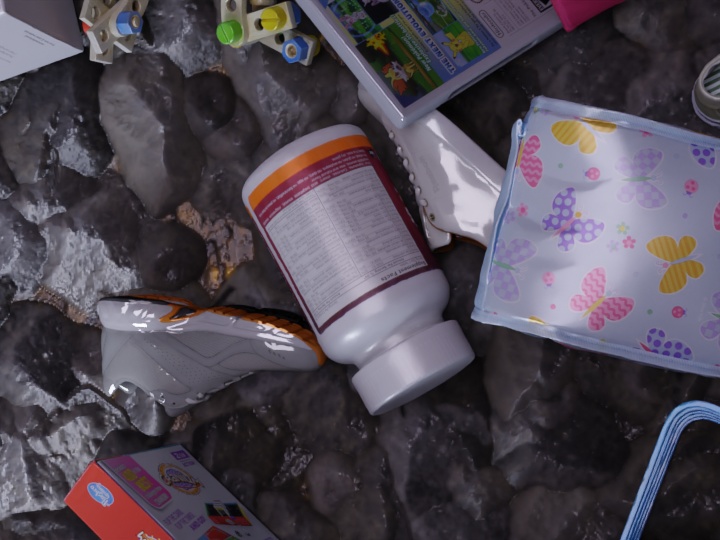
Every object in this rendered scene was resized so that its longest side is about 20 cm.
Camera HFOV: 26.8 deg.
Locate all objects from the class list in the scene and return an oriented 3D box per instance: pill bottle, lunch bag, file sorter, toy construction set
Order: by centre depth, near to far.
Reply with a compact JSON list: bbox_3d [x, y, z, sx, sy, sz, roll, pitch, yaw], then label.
[{"bbox_3d":[0.255,0.167,1.015,0.138,0.200,0.124,22,88,16],"label":"file sorter"},{"bbox_3d":[0.191,-0.023,1.072,0.198,0.127,0.171,12,90,-5],"label":"lunch bag"},{"bbox_3d":[0.000,0.000,1.141,0.109,0.109,0.201,-31,78,11],"label":"pill bottle"},{"bbox_3d":[-0.131,-0.226,1.212,0.198,0.092,0.132,-1,106,19],"label":"toy construction set"}]

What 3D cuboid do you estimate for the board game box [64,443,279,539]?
[{"bbox_3d":[-0.109,0.216,1.132,0.200,0.153,0.040,42,100,15],"label":"board game box"}]

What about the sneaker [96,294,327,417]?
[{"bbox_3d":[-0.118,0.073,1.194,0.198,0.076,0.093,6,95,23],"label":"sneaker"}]

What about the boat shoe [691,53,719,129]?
[{"bbox_3d":[0.332,-0.164,1.088,0.199,0.062,0.072,-32,78,9],"label":"boat shoe"}]

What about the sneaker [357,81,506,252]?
[{"bbox_3d":[0.057,-0.068,1.150,0.200,0.073,0.085,44,95,13],"label":"sneaker"}]

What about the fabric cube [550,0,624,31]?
[{"bbox_3d":[0.177,-0.324,1.060,0.199,0.199,0.198,-26,72,10],"label":"fabric cube"}]

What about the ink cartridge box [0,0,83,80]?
[{"bbox_3d":[-0.359,-0.231,1.239,0.198,0.146,0.148,-16,82,13],"label":"ink cartridge box"}]

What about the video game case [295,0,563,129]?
[{"bbox_3d":[0.041,-0.228,1.151,0.182,0.022,0.201,-33,77,-21],"label":"video game case"}]
